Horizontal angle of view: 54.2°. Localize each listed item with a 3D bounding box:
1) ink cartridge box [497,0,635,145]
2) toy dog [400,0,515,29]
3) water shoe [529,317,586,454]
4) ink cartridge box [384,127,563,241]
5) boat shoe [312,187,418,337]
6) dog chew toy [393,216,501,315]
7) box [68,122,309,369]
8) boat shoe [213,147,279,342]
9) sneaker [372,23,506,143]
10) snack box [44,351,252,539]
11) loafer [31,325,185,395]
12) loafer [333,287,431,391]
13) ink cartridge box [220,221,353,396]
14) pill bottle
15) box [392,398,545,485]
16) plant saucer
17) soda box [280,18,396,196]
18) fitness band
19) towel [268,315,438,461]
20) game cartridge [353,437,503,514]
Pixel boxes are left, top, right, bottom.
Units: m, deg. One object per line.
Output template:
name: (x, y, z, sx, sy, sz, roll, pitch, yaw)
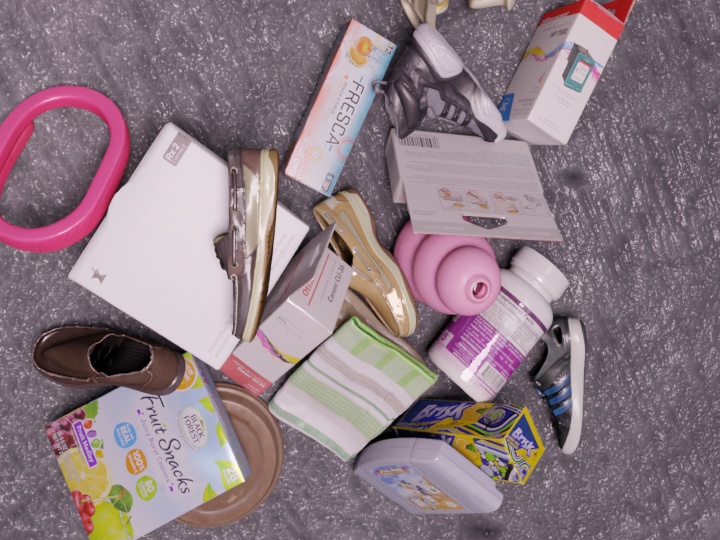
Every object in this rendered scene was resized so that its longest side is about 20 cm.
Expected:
ink cartridge box: (0.259, -0.268, 0.904, 0.066, 0.116, 0.204, 25, 93, -16)
toy dog: (0.133, -0.399, 0.855, 0.196, 0.140, 0.197, -29, 69, -5)
water shoe: (0.285, 0.165, 1.026, 0.076, 0.071, 0.207, 2, 102, 14)
ink cartridge box: (0.137, -0.096, 0.884, 0.193, 0.180, 0.045, 3, 142, -14)
boat shoe: (0.000, 0.000, 0.888, 0.075, 0.072, 0.204, -24, 80, -29)
dog chew toy: (0.112, -0.004, 0.869, 0.120, 0.200, 0.129, -3, 106, -11)
box: (-0.197, -0.032, 0.826, 0.198, 0.131, 0.201, 35, 91, -17)
boat shoe: (-0.124, -0.028, 0.746, 0.063, 0.073, 0.207, 7, 95, -4)
sneaker: (0.096, -0.203, 0.874, 0.113, 0.077, 0.199, -38, 134, 18)
snack box: (-0.255, 0.219, 0.858, 0.196, 0.068, 0.172, -27, 85, -5)
loafer: (-0.302, 0.095, 0.821, 0.193, 0.071, 0.075, 2, 63, 12)
loafer: (0.011, 0.102, 0.929, 0.199, 0.076, 0.068, 43, 72, -7)
ink cartridge box: (-0.077, 0.046, 0.829, 0.067, 0.118, 0.199, 37, 128, -16)
pill bottle: (0.189, 0.071, 0.951, 0.112, 0.112, 0.201, 39, 89, -17)
box: (0.136, 0.218, 0.918, 0.064, 0.197, 0.071, -40, 109, -36)
plant saucer: (-0.196, 0.250, 0.931, 0.193, 0.029, 0.207, -2, 101, -13)
soda box: (-0.030, -0.200, 0.873, 0.067, 0.064, 0.204, 24, 94, -16)
fitness band: (-0.338, -0.117, 0.779, 0.139, 0.038, 0.205, 13, 64, 2)
towel: (-0.014, 0.160, 0.907, 0.147, 0.031, 0.200, 33, 124, -16)
game cartridge: (0.076, 0.271, 0.922, 0.132, 0.199, 0.042, 35, 58, -18)
